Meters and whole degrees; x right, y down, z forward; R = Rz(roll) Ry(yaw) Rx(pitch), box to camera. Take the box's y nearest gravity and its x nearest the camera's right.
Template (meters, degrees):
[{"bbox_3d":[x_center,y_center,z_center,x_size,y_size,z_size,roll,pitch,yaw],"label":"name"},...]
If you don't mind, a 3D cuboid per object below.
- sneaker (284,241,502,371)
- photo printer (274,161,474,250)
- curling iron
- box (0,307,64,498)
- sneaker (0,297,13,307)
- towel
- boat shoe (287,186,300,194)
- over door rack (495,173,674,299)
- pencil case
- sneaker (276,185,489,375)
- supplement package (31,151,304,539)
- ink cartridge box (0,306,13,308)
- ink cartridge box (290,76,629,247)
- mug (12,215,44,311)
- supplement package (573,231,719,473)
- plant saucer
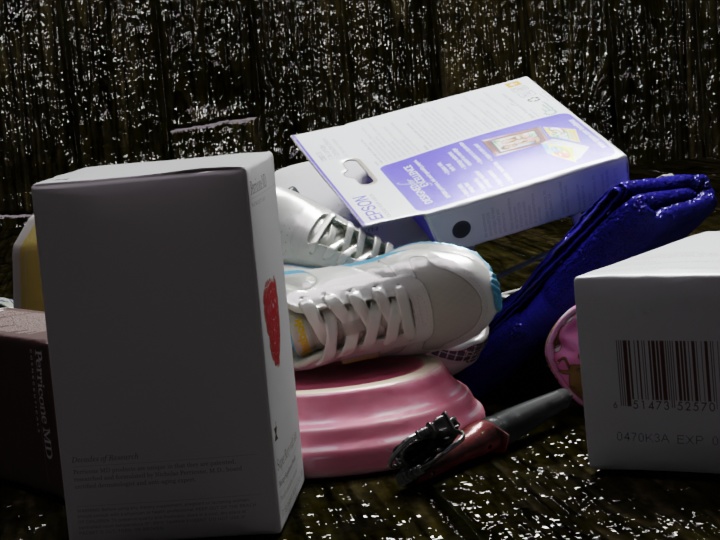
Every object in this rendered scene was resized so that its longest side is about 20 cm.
[{"bbox_3d":[-0.006,0.031,1.185,0.200,0.077,0.081,-7,18,20],"label":"sneaker"},{"bbox_3d":[0.006,-0.010,1.403,0.166,0.069,0.200,-9,40,10],"label":"photo printer"},{"bbox_3d":[0.081,0.098,1.109,0.050,0.026,0.200,-44,-19,29],"label":"curling iron"},{"bbox_3d":[-0.212,0.082,1.182,0.075,0.100,0.200,-10,8,-37],"label":"box"},{"bbox_3d":[-0.339,0.056,1.666,0.200,0.077,0.085,12,7,44],"label":"sneaker"},{"bbox_3d":[0.158,0.005,1.304,0.200,0.050,0.148,-45,-13,27],"label":"towel"},{"bbox_3d":[-0.103,-0.029,1.366,0.199,0.066,0.075,-2,36,51],"label":"boat shoe"},{"bbox_3d":[0.153,0.008,1.444,0.148,0.067,0.200,-12,-23,-47],"label":"over door rack"},{"bbox_3d":[0.203,0.044,1.269,0.087,0.083,0.200,-46,-15,28],"label":"pencil case"},{"bbox_3d":[0.000,0.000,1.251,0.076,0.200,0.080,-59,10,-31],"label":"sneaker"},{"bbox_3d":[-0.103,0.040,1.021,0.120,0.200,0.121,-5,7,5],"label":"supplement package"},{"bbox_3d":[-0.298,0.068,1.487,0.200,0.067,0.116,-5,6,1],"label":"ink cartridge box"},{"bbox_3d":[0.069,-0.077,1.345,0.200,0.043,0.198,-14,26,-11],"label":"ink cartridge box"},{"bbox_3d":[-0.178,0.028,1.331,0.149,0.153,0.186,-12,6,-44],"label":"mug"},{"bbox_3d":[0.225,0.044,1.091,0.117,0.117,0.200,-2,8,34],"label":"supplement package"},{"bbox_3d":[-0.019,0.089,1.182,0.200,0.051,0.201,-4,7,1],"label":"plant saucer"}]
